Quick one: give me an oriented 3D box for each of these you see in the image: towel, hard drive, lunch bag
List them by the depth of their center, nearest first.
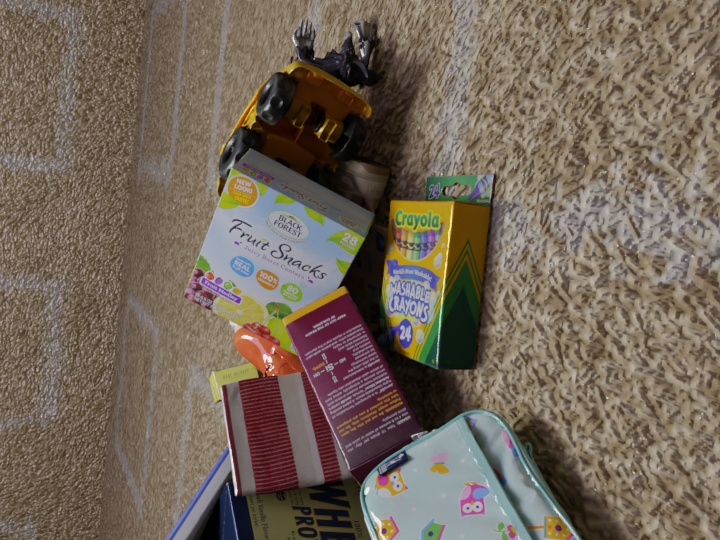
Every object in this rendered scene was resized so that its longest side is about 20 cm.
[{"bbox_3d":[0.097,0.221,0.570,0.160,0.077,0.201,-32,46,2],"label":"lunch bag"},{"bbox_3d":[-0.061,0.188,0.811,0.023,0.198,0.145,107,152,-48],"label":"towel"},{"bbox_3d":[-0.184,0.279,0.833,0.201,0.025,0.132,-57,-4,-26],"label":"hard drive"}]

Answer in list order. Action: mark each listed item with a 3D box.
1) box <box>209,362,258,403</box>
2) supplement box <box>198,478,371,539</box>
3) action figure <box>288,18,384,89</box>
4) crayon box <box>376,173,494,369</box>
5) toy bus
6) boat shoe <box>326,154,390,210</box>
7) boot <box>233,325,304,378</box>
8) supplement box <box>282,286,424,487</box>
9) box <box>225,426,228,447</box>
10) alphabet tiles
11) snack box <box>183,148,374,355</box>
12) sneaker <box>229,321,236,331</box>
[{"bbox_3d":[-0.223,0.198,1.188,0.200,0.075,0.051,142,114,-71],"label":"box"},{"bbox_3d":[-0.081,0.358,0.822,0.201,0.198,0.135,-61,37,38],"label":"supplement box"},{"bbox_3d":[-0.040,-0.294,0.926,0.200,0.118,0.103,-159,70,-66],"label":"action figure"},{"bbox_3d":[0.077,-0.005,0.732,0.125,0.051,0.202,11,96,62],"label":"crayon box"},{"bbox_3d":[-0.095,-0.186,0.879,0.201,0.135,0.193,-52,31,23],"label":"toy bus"},{"bbox_3d":[-0.031,-0.133,0.929,0.200,0.071,0.065,36,117,56],"label":"boat shoe"},{"bbox_3d":[-0.107,0.142,0.893,0.199,0.107,0.075,31,138,19],"label":"boot"},{"bbox_3d":[-0.003,0.135,0.755,0.201,0.085,0.111,60,176,37],"label":"supplement box"},{"bbox_3d":[-0.123,0.252,1.014,0.200,0.105,0.154,-35,56,55],"label":"box"},{"bbox_3d":[0.000,0.000,0.865,0.167,0.007,0.202,24,123,61],"label":"alphabet tiles"},{"bbox_3d":[-0.101,-0.016,0.810,0.201,0.168,0.068,-61,4,32],"label":"snack box"},{"bbox_3d":[-0.178,0.124,1.172,0.200,0.075,0.093,1,92,63],"label":"sneaker"}]
